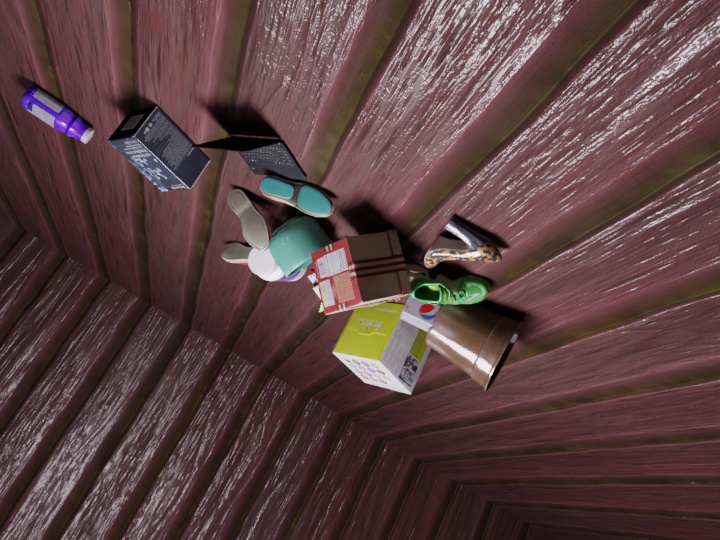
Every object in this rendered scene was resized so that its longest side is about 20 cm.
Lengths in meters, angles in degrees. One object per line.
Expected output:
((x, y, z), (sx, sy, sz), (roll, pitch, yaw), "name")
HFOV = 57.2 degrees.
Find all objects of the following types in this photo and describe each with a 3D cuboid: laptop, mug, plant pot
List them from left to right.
((-0.256, -0.252, 1.543), (0.176, 0.104, 0.200), (12, 152, 34), "laptop")
((-0.169, -0.069, 1.757), (0.115, 0.152, 0.185), (55, 163, 1), "mug")
((0.286, 0.174, 1.709), (0.197, 0.201, 0.201), (28, 158, 19), "plant pot")

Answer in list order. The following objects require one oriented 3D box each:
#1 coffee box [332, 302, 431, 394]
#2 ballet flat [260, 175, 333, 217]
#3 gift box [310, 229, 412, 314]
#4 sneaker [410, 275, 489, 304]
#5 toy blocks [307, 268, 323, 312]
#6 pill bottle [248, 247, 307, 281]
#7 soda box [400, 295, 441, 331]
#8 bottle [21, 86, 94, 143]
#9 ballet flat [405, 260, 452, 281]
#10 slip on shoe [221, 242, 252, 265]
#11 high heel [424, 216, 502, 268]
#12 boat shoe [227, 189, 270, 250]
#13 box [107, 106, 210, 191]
((0.074, 0.229, 2.031), (0.199, 0.201, 0.198), (4, 146, 44), "coffee box")
((-0.150, -0.185, 1.630), (0.199, 0.071, 0.065), (25, -175, 11), "ballet flat")
((0.000, 0.000, 1.619), (0.186, 0.186, 0.199), (-9, 177, -38), "gift box")
((0.214, 0.057, 1.605), (0.198, 0.084, 0.075), (-2, 107, 10), "sneaker")
((-0.062, 0.006, 1.783), (0.199, 0.100, 0.137), (-29, 116, 14), "toy blocks")
((-0.236, -0.026, 1.874), (0.111, 0.112, 0.200), (20, -175, 18), "pill bottle")
((0.215, 0.140, 1.856), (0.199, 0.068, 0.064), (26, 157, 7), "soda box")
((-0.863, -0.441, 1.889), (0.199, 0.066, 0.083), (34, 157, -12), "bottle")
((0.178, 0.027, 1.680), (0.199, 0.071, 0.071), (22, 156, 15), "ballet flat")
((-0.372, -0.045, 2.144), (0.199, 0.075, 0.061), (7, 152, 32), "slip on shoe")
((0.226, -0.026, 1.495), (0.142, 0.072, 0.200), (34, 148, 3), "high heel")
((-0.294, -0.131, 1.793), (0.201, 0.072, 0.060), (56, -177, 22), "boat shoe")
((-0.522, -0.311, 1.718), (0.148, 0.108, 0.200), (3, 147, 44), "box")
